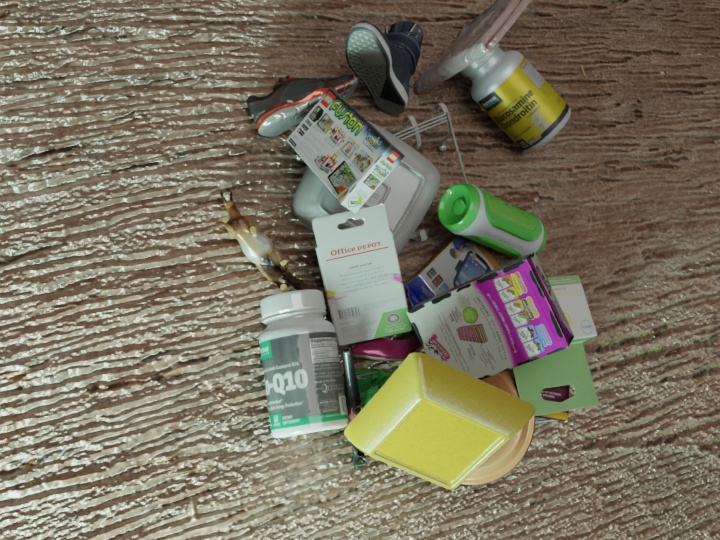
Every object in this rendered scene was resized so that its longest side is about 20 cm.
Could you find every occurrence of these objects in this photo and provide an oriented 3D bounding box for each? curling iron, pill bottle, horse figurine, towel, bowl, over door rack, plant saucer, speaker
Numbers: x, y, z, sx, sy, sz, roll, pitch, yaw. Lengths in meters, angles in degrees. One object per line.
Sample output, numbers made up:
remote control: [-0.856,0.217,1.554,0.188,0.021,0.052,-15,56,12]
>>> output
curling iron: [-0.006,0.204,1.151,0.026,0.050,0.200,-8,109,-10]
pill bottle: [-0.086,0.135,1.145,0.113,0.113,0.200,-5,78,-22]
horse figurine: [-0.147,-0.033,1.173,0.050,0.133,0.200,-43,102,-4]
towel: [0.195,-0.396,1.344,0.032,0.200,0.191,44,65,-14]
bowl: [0.013,-0.123,1.232,0.200,0.075,0.200,32,90,-7]
over door rack: [0.109,-0.163,1.330,0.148,0.067,0.200,-26,99,-23]
plant saucer: [0.105,0.223,1.082,0.200,0.200,0.048,26,36,-15]
plant saucer: [0.164,0.223,1.202,0.200,0.032,0.201,-5,74,16]
speaker: [0.220,-0.078,1.302,0.200,0.088,0.089,19,69,-40]
pill bottle: [0.267,-0.313,1.391,0.200,0.112,0.112,43,66,-11]

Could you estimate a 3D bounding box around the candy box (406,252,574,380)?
candy box: [0.185,0.077,1.137,0.137,0.200,0.061,65,26,0]

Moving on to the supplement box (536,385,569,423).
supplement box: [0.276,0.143,1.285,0.086,0.110,0.200,13,72,-18]

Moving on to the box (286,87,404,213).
box: [-0.027,-0.180,1.161,0.110,0.200,0.035,-48,135,10]

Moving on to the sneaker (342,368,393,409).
sneaker: [0.051,0.174,1.159,0.084,0.200,0.074,55,52,-47]

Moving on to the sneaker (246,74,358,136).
sneaker: [-0.094,-0.290,1.277,0.200,0.077,0.082,-28,78,-28]

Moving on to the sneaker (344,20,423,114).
sneaker: [0.042,-0.376,1.302,0.077,0.202,0.146,8,68,23]

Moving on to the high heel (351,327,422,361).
high heel: [0.071,0.093,1.237,0.200,0.067,0.096,0,86,-26]

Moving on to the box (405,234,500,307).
box: [0.156,0.023,1.271,0.119,0.041,0.200,49,42,-2]

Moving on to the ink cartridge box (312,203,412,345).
ink cartridge box: [0.000,0.000,1.179,0.117,0.067,0.200,-12,107,-1]

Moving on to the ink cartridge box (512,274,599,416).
ink cartridge box: [0.292,0.111,1.202,0.145,0.048,0.200,-4,69,-23]
